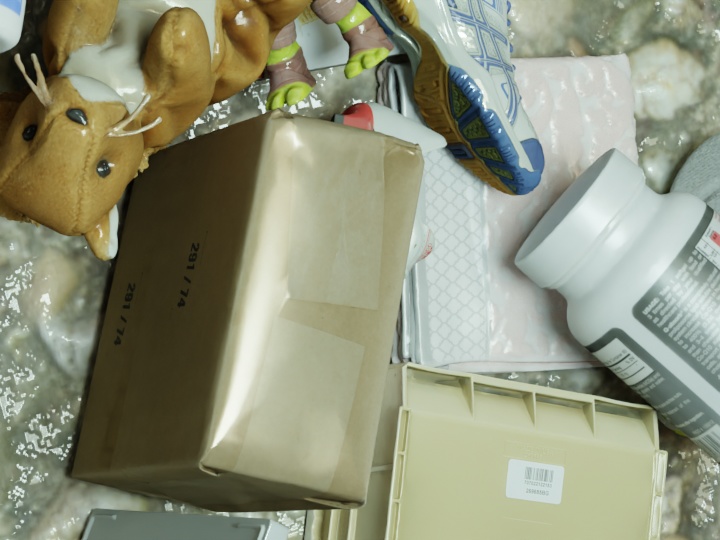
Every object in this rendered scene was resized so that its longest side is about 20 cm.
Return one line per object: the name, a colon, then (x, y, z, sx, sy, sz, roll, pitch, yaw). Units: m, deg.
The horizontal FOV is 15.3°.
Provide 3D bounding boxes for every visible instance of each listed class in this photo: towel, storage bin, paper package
towel: (0.100, -0.036, 1.682, 0.191, 0.032, 0.201, -3, 89, -31)
storage bin: (0.074, 0.168, 1.615, 0.199, 0.094, 0.199, 11, 80, -30)
paper package: (-0.064, 0.028, 1.485, 0.103, 0.190, 0.201, 15, 77, -27)

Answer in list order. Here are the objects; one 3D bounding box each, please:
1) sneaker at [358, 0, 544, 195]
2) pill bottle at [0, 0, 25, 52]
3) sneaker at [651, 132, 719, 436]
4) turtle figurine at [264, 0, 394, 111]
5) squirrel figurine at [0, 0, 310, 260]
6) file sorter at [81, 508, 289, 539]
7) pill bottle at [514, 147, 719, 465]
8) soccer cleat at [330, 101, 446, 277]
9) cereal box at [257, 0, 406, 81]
sneaker: (0.068, -0.141, 1.601, 0.088, 0.075, 0.200, -41, 111, -24)
pill bottle: (-0.216, -0.218, 1.358, 0.113, 0.114, 0.201, 12, 79, -30)
sneaker: (0.246, 0.013, 1.751, 0.105, 0.076, 0.201, 15, 86, -42)
turtle figurine: (-0.059, -0.177, 1.532, 0.200, 0.064, 0.162, -25, 105, -1)
squirrel figurine: (-0.140, -0.084, 1.439, 0.141, 0.200, 0.187, 28, 56, -8)
file sorter: (-0.076, 0.219, 1.460, 0.124, 0.200, 0.139, 28, 73, -28)
pill bottle: (0.199, 0.025, 1.632, 0.200, 0.116, 0.116, 41, 66, -4)
soccer cleat: (0.000, 0.000, 1.590, 0.085, 0.069, 0.201, 13, 82, -20)
cereal box: (-0.025, -0.193, 1.612, 0.200, 0.039, 0.144, -14, 95, -31)
